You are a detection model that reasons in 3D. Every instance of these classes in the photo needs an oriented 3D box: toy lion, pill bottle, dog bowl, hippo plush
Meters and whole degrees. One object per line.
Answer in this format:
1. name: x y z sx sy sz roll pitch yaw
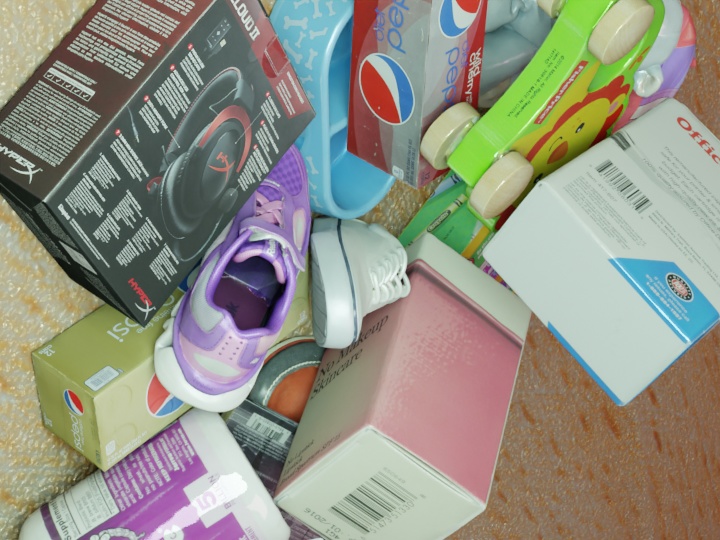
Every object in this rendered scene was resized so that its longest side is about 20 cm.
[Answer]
1. toy lion: 0.135 -0.110 1.141 0.201 0.069 0.191 -53 160 19
2. pill bottle: -0.155 0.186 1.126 0.199 0.113 0.113 -33 144 -6
3. dog bowl: -0.011 -0.122 1.180 0.111 0.049 0.202 -36 142 -35
4. hippo plush: 0.154 -0.176 1.270 0.199 0.160 0.161 -9 122 -53

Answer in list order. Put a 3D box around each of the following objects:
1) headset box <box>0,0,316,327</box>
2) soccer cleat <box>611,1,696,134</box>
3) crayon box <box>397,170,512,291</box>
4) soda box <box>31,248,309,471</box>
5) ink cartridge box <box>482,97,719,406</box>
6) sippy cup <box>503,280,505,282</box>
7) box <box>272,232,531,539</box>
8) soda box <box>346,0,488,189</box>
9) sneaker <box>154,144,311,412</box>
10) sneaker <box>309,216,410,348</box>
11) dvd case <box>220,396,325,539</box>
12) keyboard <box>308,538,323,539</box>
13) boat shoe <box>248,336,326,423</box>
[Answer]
1. headset box: -0.118 -0.091 1.020 0.201 0.075 0.149 -52 148 -14
2. soccer cleat: 0.208 -0.129 1.325 0.201 0.066 0.077 -55 133 -28
3. crayon box: 0.091 -0.017 1.408 0.201 0.058 0.119 -52 148 -15
4. soda box: -0.122 0.043 1.138 0.199 0.064 0.068 -36 141 -35
5. ink cartridge box: 0.202 -0.018 1.182 0.199 0.146 0.084 -30 164 -48
6. sippy cup: 0.190 -0.040 1.366 0.175 0.141 0.131 1 136 -8
7. box: 0.033 0.096 1.235 0.128 0.108 0.201 -42 -160 41
8. soda box: 0.038 -0.159 1.105 0.063 0.070 0.202 -31 140 -37
9. sneaker: -0.067 -0.011 1.086 0.089 0.080 0.202 130 -22 -54
10. sneaker: 0.000 0.000 1.178 0.200 0.070 0.074 -94 -177 -72
11. dvd case: -0.091 0.203 1.274 0.148 0.016 0.201 31 97 -33
12. keyboard: -0.124 0.221 1.213 0.197 0.011 0.056 -8 152 -9
13. boat shoe: -0.018 0.096 1.336 0.199 0.062 0.072 1 117 -55
